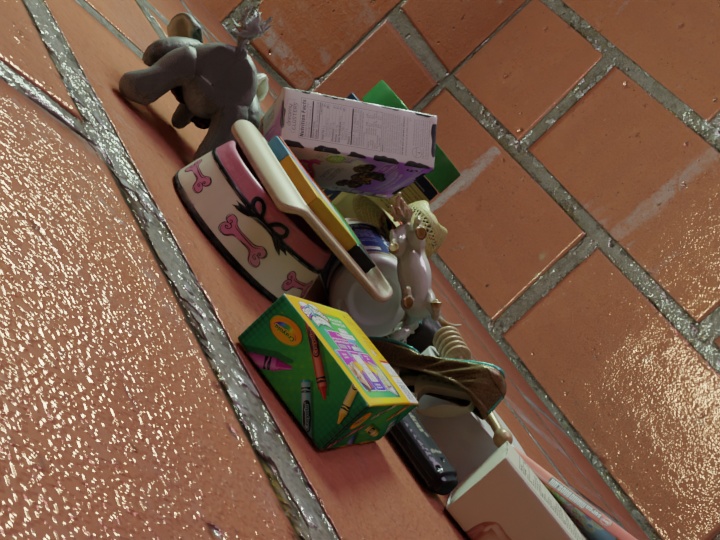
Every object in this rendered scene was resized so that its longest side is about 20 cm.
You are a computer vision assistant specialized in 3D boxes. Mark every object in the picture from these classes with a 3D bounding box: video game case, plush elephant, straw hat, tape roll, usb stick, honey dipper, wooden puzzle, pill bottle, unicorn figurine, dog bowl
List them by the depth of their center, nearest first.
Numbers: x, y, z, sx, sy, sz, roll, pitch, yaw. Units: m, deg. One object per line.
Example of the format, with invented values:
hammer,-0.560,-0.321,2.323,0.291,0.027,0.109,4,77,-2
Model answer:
usb stick,0.036,0.151,1.033,0.201,0.032,0.055,54,8,28
dog bowl,-0.110,-0.056,1.061,0.200,0.074,0.200,48,7,-8
wooden puzzle,-0.048,-0.071,1.075,0.200,0.037,0.186,43,10,-44
video game case,0.236,0.297,1.083,0.199,0.017,0.145,35,-34,32
unicorn figurine,0.059,0.016,1.142,0.072,0.205,0.137,7,-1,-1
honey dipper,0.135,0.141,1.150,0.038,0.038,0.201,43,13,-36
plush elephant,-0.190,-0.228,1.192,0.164,0.201,0.155,39,-9,-15
tape roll,0.127,0.195,1.216,0.203,0.071,0.203,48,6,-7
pill bottle,0.000,0.000,1.290,0.111,0.111,0.200,45,8,-23
straw hat,0.076,-0.052,1.369,0.202,0.085,0.201,52,-11,14
tape roll,0.082,-0.217,1.573,0.201,0.048,0.201,48,7,-8

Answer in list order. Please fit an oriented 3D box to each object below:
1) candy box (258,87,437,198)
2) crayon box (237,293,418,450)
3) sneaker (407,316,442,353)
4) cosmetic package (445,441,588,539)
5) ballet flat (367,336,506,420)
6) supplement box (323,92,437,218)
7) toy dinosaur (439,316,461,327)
candy box,-0.026,-0.154,1.213,0.196,0.073,0.167,7,-11,-18
crayon box,-0.023,0.093,0.873,0.119,0.058,0.200,51,7,15
sneaker,0.046,0.070,1.436,0.199,0.076,0.079,40,18,-7
cosmetic package,0.185,0.289,1.005,0.201,0.087,0.103,51,8,8
ballet flat,0.069,0.129,1.110,0.197,0.073,0.068,13,-33,25
supplement box,-0.014,-0.136,1.564,0.135,0.199,0.200,51,8,28
toy dinosaur,0.069,0.049,1.505,0.200,0.101,0.058,47,7,-12
